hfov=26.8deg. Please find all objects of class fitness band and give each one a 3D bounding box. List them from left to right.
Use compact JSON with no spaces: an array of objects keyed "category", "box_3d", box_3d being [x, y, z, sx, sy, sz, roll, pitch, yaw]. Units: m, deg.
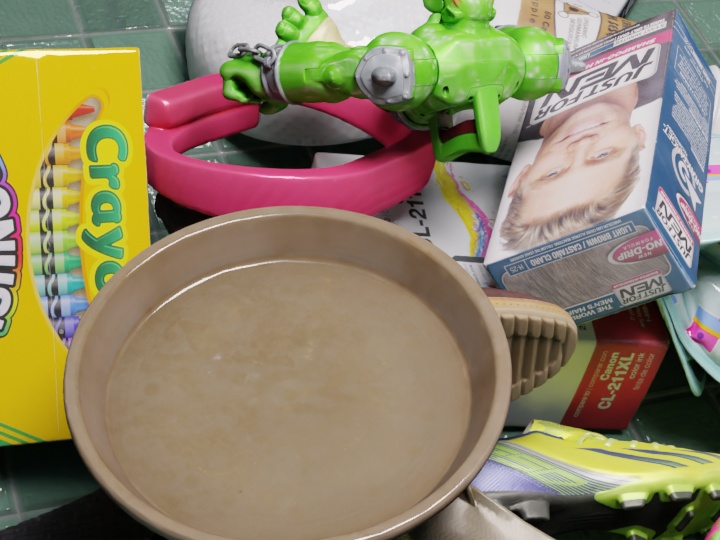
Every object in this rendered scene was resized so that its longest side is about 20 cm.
[{"category":"fitness band","box_3d":[-0.039,-0.070,0.852,0.142,0.038,0.200,22,26,21]}]

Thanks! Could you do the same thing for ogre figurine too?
[{"category":"ogre figurine","box_3d":[0.037,-0.112,0.830,0.198,0.099,0.119,15,-1,-37]}]

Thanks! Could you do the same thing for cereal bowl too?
[{"category":"cereal bowl","box_3d":[-0.025,-0.178,1.021,0.197,0.084,0.202,-4,45,4]}]

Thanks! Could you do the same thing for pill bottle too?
[{"category":"pill bottle","box_3d":[0.169,-0.116,1.037,0.197,0.115,0.115,16,45,-2]}]

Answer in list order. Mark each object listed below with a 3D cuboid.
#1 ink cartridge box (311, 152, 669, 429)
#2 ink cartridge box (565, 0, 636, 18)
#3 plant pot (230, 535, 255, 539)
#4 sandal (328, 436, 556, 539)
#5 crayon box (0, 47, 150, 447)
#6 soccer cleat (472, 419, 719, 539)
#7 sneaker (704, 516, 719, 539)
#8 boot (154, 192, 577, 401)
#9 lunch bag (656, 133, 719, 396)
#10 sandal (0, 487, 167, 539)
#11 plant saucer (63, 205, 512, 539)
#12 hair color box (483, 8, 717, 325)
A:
[{"category":"ink cartridge box","box_3d":[0.065,0.013,0.907,0.197,0.083,0.147,3,47,-15]},{"category":"ink cartridge box","box_3d":[0.130,-0.257,1.206,0.196,0.044,0.201,28,48,9]},{"category":"plant pot","box_3d":[-0.088,0.236,0.618,0.139,0.142,0.202,-1,53,-18]},{"category":"sandal","box_3d":[0.020,0.108,0.677,0.198,0.054,0.081,23,46,5]},{"category":"crayon box","box_3d":[-0.197,-0.011,0.782,0.170,0.203,0.058,-4,5,-20]},{"category":"soccer cleat","box_3d":[0.131,0.113,0.848,0.197,0.065,0.084,-1,46,-17]},{"category":"sneaker","box_3d":[0.191,0.203,0.774,0.083,0.077,0.200,30,49,13]},{"category":"boot","box_3d":[0.000,0.000,0.793,0.197,0.073,0.167,-4,39,-20]},{"category":"lunch bag","box_3d":[0.245,0.003,0.910,0.198,0.123,0.171,27,29,-10]},{"category":"sandal","box_3d":[-0.125,0.143,0.749,0.074,0.046,0.199,17,25,32]},{"category":"plant saucer","box_3d":[-0.032,0.049,0.671,0.197,0.030,0.202,0,47,0]},{"category":"hair color box","box_3d":[0.141,-0.060,0.859,0.061,0.099,0.201,52,34,-26]}]
